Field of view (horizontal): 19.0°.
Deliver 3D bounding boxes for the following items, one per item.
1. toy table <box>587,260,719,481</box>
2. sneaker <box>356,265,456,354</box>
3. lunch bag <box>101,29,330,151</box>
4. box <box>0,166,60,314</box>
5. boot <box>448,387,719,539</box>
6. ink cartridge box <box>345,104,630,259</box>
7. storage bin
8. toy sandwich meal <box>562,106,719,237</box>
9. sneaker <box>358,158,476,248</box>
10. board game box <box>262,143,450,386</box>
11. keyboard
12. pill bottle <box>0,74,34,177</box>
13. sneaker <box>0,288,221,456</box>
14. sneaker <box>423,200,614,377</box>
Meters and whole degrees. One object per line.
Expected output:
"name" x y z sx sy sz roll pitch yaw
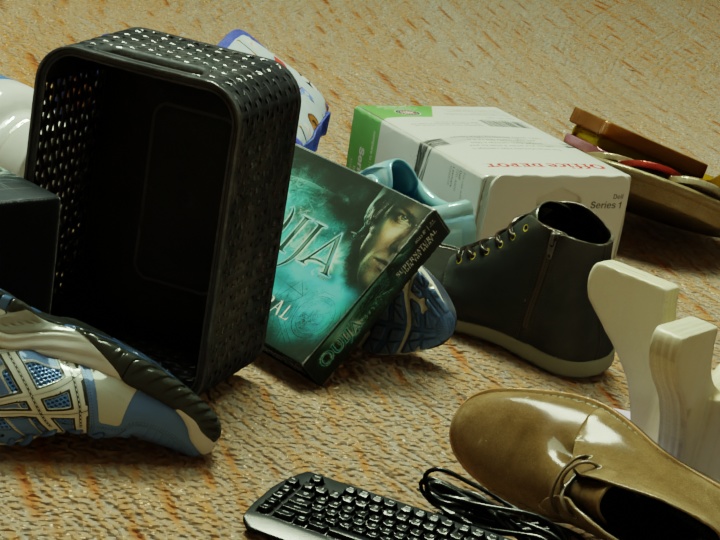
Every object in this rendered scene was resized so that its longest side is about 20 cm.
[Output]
"toy table" 0.201 0.077 1.257 0.199 0.118 0.184 18 16 19
"sneaker" 0.000 0.000 1.479 0.200 0.077 0.085 27 17 39
"lunch bag" -0.129 -0.121 1.689 0.199 0.125 0.170 8 17 5
"box" -0.314 -0.009 1.255 0.199 0.125 0.196 -7 22 -43
"boot" 0.124 0.112 1.168 0.199 0.074 0.075 23 4 32
"ink cartridge box" 0.099 -0.067 1.721 0.145 0.085 0.200 -1 21 -31
"storage bin" -0.125 -0.034 1.299 0.135 0.201 0.094 15 19 18
"toy sandwich meal" 0.244 -0.087 1.806 0.204 0.071 0.205 20 -2 1
"sneaker" 0.010 -0.052 1.629 0.199 0.082 0.074 21 19 31
"board game box" -0.050 -0.016 1.427 0.200 0.135 0.028 27 -18 45
"keyboard" 0.046 0.135 1.132 0.199 0.040 0.104 17 19 20
"pill bottle" -0.286 -0.092 1.545 0.199 0.113 0.112 22 21 35
"sneaker" -0.173 0.064 1.194 0.199 0.077 0.076 24 -2 -14
"sneaker" 0.096 -0.011 1.486 0.199 0.107 0.075 22 33 32
